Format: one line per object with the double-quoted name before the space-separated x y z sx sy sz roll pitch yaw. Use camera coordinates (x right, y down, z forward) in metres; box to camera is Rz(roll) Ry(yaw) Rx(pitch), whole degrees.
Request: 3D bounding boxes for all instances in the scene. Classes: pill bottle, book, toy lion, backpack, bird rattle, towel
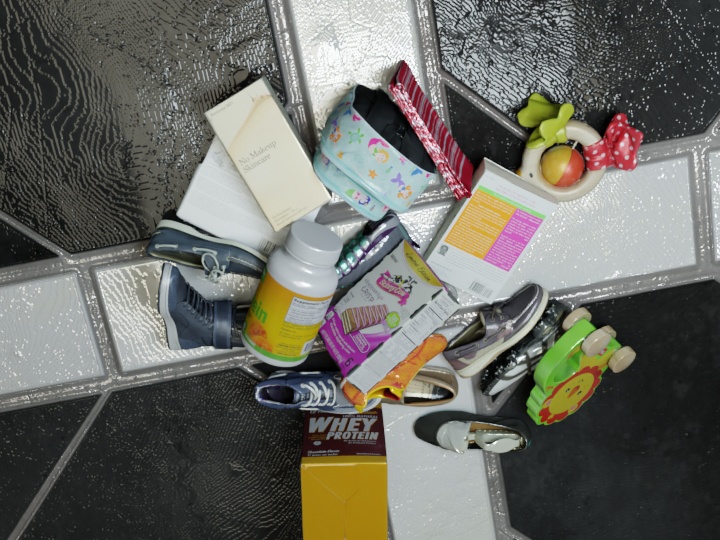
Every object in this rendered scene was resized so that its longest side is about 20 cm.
"pill bottle" -0.098 0.033 1.384 0.110 0.111 0.202 20 116 -8
"book" 0.198 -0.055 1.443 0.132 0.048 0.201 26 119 -10
"toy lion" 0.333 0.166 1.481 0.192 0.069 0.199 -47 145 11
"backpack" 0.021 -0.165 1.341 0.177 0.200 0.151 38 103 -13
"bird rattle" 0.323 -0.181 1.416 0.198 0.113 0.164 18 121 -18
"towel" 0.107 -0.206 1.359 0.022 0.145 0.201 -28 108 20

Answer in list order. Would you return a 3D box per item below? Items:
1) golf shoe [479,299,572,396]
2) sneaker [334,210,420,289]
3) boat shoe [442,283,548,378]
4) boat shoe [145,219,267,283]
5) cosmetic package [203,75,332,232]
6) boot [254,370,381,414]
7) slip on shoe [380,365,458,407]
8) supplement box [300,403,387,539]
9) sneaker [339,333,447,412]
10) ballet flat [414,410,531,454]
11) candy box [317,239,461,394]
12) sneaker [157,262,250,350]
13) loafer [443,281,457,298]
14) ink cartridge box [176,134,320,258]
"golf shoe" 0.280 0.144 1.512 0.094 0.078 0.200 40 104 -13
"sneaker" 0.000 0.000 1.462 0.200 0.075 0.088 -40 109 10
"boat shoe" 0.214 0.090 1.496 0.065 0.072 0.200 39 109 -20
"boat shoe" -0.231 -0.019 1.431 0.198 0.075 0.062 20 62 1
"cosmetic package" -0.133 -0.171 1.364 0.103 0.073 0.201 -31 104 5
"boot" -0.067 0.199 1.490 0.197 0.090 0.074 -1 94 13
"slip on shoe" 0.063 0.192 1.530 0.197 0.061 0.077 6 108 -3
"supplement box" -0.025 0.346 1.504 0.131 0.200 0.200 -1 108 -1
"sneaker" 0.060 0.163 1.478 0.199 0.073 0.078 -28 72 -22
"ballet flat" 0.189 0.273 1.555 0.197 0.069 0.069 1 109 -1
"candy box" 0.037 0.068 1.408 0.200 0.137 0.061 -42 133 4
"sneaker" -0.234 0.056 1.438 0.144 0.078 0.203 2 146 0
"loafer" 0.067 0.083 1.489 0.199 0.070 0.070 -31 103 8
"ink cartridge box" -0.158 -0.120 1.434 0.198 0.044 0.175 26 101 -9
